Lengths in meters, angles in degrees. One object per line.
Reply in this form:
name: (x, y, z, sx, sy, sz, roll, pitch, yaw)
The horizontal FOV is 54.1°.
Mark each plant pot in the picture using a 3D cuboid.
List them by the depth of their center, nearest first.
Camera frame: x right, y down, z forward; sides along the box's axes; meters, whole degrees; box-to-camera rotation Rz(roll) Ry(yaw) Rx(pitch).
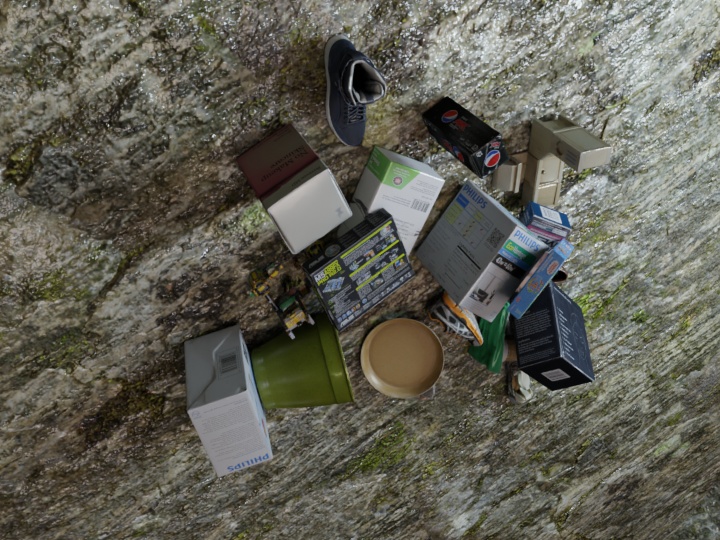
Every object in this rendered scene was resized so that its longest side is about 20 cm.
plant pot: (-0.126, 0.204, 1.489, 0.188, 0.202, 0.204, -15, 127, -3)
plant pot: (0.098, 0.201, 1.646, 0.194, 0.028, 0.206, 2, 109, 5)

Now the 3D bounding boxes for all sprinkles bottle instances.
sprinkles bottle: (0.418, 0.203, 1.841, 0.195, 0.068, 0.070, 2, 120, -29)

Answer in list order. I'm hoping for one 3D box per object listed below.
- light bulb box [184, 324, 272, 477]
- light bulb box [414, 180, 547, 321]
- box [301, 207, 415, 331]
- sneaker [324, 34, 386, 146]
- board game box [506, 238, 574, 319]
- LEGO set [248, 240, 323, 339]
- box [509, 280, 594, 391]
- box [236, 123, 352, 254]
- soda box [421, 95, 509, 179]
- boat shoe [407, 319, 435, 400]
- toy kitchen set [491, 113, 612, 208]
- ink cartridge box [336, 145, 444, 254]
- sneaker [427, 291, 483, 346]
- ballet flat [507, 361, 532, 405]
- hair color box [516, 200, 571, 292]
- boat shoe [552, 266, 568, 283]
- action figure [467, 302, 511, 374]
light bulb box: (-0.267, 0.261, 1.422, 0.121, 0.200, 0.204, -16, 128, -4)
light bulb box: (0.252, -0.042, 1.499, 0.123, 0.199, 0.202, 24, 109, -40)
box: (0.000, 0.000, 1.380, 0.198, 0.044, 0.162, -36, 129, -11)
sneaker: (-0.008, -0.292, 1.246, 0.075, 0.147, 0.206, -21, 129, -15)
board game box: (0.376, 0.013, 1.463, 0.153, 0.036, 0.199, -56, 168, 20)
LEGO set: (-0.118, 0.038, 1.415, 0.197, 0.116, 0.156, -28, 129, -9)
box: (0.468, 0.163, 1.729, 0.122, 0.202, 0.199, -20, 145, 33)
box: (-0.120, -0.148, 1.241, 0.126, 0.201, 0.110, -33, 131, -4)
soda box: (0.196, -0.255, 1.340, 0.070, 0.201, 0.064, -35, 131, -1)
boat shoe: (0.142, 0.210, 1.701, 0.073, 0.072, 0.206, -1, 109, 12)
toy kitchen set: (0.395, -0.194, 1.500, 0.159, 0.181, 0.205, -13, 126, -18)
ink cartridge box: (0.059, -0.126, 1.426, 0.143, 0.084, 0.204, 13, 113, -33)
sneaker: (0.231, 0.124, 1.694, 0.076, 0.079, 0.200, -33, 128, 14)
ballet flat: (0.437, 0.314, 1.924, 0.071, 0.072, 0.204, -25, 129, -11)
hair color box: (0.379, -0.047, 1.589, 0.097, 0.061, 0.203, 17, 127, -11)
boat shoe: (0.417, -0.004, 1.707, 0.195, 0.071, 0.072, 0, 125, -26)
action figure: (0.333, 0.137, 1.743, 0.054, 0.117, 0.206, -6, 115, -40)
